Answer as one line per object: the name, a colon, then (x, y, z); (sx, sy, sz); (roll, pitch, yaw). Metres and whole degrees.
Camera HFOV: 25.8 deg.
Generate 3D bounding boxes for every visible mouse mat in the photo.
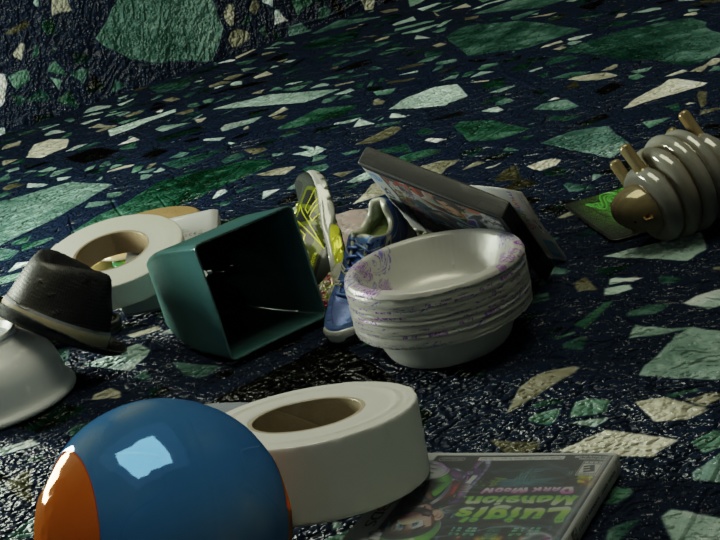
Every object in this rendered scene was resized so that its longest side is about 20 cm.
mouse mat: (0.363, -0.083, 2.015); (0.160, 0.008, 0.200); (-16, 17, -7)

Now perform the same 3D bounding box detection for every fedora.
fedora: (-0.358, 0.032, 1.916); (0.199, 0.092, 0.201); (23, 1, -1)

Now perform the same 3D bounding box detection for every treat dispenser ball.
treat dispenser ball: (-0.152, 0.200, 1.219); (0.199, 0.202, 0.201); (-12, 18, 4)

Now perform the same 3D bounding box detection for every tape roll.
tape roll: (-0.332, -0.012, 2.122); (0.201, 0.037, 0.203); (-10, 30, 6)
tape roll: (-0.042, 0.159, 1.378); (0.201, 0.071, 0.202); (-10, 10, 2)

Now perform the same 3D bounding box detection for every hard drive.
hard drive: (-0.258, -0.014, 2.160); (0.131, 0.026, 0.200); (-12, 32, 3)

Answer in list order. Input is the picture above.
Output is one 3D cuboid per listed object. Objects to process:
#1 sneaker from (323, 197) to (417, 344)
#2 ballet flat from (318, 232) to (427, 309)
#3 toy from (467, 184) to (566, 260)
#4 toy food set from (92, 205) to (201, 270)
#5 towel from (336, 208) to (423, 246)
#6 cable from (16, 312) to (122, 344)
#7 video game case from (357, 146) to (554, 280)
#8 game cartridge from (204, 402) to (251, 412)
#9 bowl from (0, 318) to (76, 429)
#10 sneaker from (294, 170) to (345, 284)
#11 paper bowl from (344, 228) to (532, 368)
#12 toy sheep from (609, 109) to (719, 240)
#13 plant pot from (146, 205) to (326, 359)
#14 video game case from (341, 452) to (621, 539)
sneaker: (0.000, 0.000, 1.846); (0.075, 0.077, 0.201); (1, 48, 29)
ballet flat: (0.022, -0.007, 1.945); (0.199, 0.064, 0.076); (-20, 19, -16)
toy: (0.151, -0.052, 1.941); (0.047, 0.115, 0.199); (-49, 31, -17)
toy food set: (-0.314, -0.044, 2.335); (0.197, 0.049, 0.200); (-2, 21, 32)
towel: (-0.012, -0.049, 2.154); (0.190, 0.032, 0.200); (-15, 17, -4)
cable: (-0.413, 0.075, 2.038); (0.198, 0.051, 0.097); (-10, 14, 13)
video game case: (0.112, -0.064, 1.822); (0.199, 0.181, 0.026); (24, 78, 31)
game cartridge: (-0.146, 0.174, 1.568); (0.199, 0.042, 0.133); (-2, 17, 32)
bowl: (-0.446, 0.117, 1.876); (0.199, 0.091, 0.201); (-12, 17, 4)
sneaker: (-0.070, -0.055, 2.041); (0.084, 0.075, 0.201); (-14, 44, -3)
paper bowl: (0.088, 0.034, 1.703); (0.199, 0.105, 0.201); (-13, 17, 4)
toy sheep: (0.383, -0.109, 1.873); (0.199, 0.139, 0.138); (-30, 21, -13)
plant pot: (-0.167, 0.013, 1.913); (0.141, 0.142, 0.199); (-24, 13, -30)
video game case: (0.098, 0.202, 1.320); (0.199, 0.024, 0.182); (-3, 21, 29)
